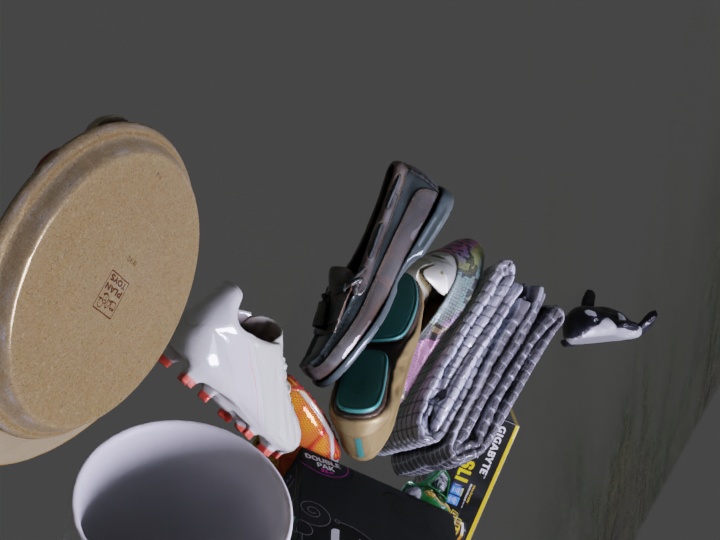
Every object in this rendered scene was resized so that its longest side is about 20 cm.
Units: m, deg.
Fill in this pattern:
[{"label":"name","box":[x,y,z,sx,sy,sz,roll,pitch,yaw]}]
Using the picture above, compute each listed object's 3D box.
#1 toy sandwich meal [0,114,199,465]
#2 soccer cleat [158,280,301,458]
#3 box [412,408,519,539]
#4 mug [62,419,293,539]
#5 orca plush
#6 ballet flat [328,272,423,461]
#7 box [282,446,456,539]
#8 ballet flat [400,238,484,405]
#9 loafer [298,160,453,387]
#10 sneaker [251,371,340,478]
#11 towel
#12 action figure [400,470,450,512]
[{"label":"toy sandwich meal","box":[-0.167,0.007,0.836,0.205,0.070,0.206,-44,146,-42]},{"label":"soccer cleat","box":[-0.077,0.077,1.088,0.078,0.069,0.200,-49,149,-8]},{"label":"box","box":[0.106,0.198,1.564,0.200,0.049,0.160,-95,-151,-80]},{"label":"mug","box":[-0.126,0.199,1.039,0.200,0.147,0.176,-65,173,-49]},{"label":"orca plush","box":[0.328,0.056,1.988,0.200,0.105,0.071,-3,78,-40]},{"label":"ballet flat","box":[0.012,0.080,1.257,0.200,0.068,0.063,-68,156,-51]},{"label":"box","box":[-0.012,0.256,1.131,0.125,0.148,0.200,-59,-168,20]},{"label":"ballet flat","box":[0.048,0.038,1.363,0.200,0.069,0.071,-57,131,-19]},{"label":"loafer","box":[0.000,0.000,1.227,0.200,0.063,0.072,-57,-161,-17]},{"label":"sneaker","box":[-0.062,0.166,1.232,0.077,0.073,0.200,-30,138,-29]},{"label":"towel","box":[0.098,0.100,1.425,0.200,0.085,0.166,-58,-173,-19]},{"label":"action figure","box":[0.058,0.268,1.401,0.118,0.055,0.200,43,38,-28]}]
